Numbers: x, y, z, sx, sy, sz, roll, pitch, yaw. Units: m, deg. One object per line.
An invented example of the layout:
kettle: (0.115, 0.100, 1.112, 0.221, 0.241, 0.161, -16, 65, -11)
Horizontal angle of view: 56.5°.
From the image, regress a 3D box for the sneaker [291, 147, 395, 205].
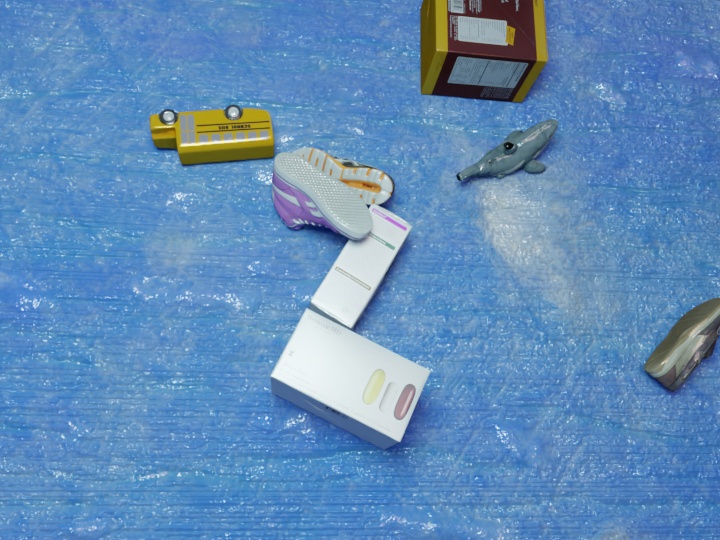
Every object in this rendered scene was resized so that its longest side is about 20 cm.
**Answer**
sneaker: (-0.032, -0.156, 1.140, 0.199, 0.077, 0.079, 20, 107, 15)

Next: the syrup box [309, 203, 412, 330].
syrup box: (0.000, 0.000, 1.085, 0.081, 0.079, 0.200, 31, 71, 4)

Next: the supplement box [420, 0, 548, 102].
supplement box: (0.220, -0.435, 1.227, 0.199, 0.133, 0.198, 4, 71, -6)

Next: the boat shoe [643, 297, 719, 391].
boat shoe: (0.560, 0.123, 1.128, 0.200, 0.072, 0.065, -39, 93, -20)

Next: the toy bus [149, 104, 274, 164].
toy bus: (-0.250, -0.228, 1.135, 0.199, 0.065, 0.079, -7, 75, -10)

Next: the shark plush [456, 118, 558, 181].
shark plush: (0.253, -0.214, 1.186, 0.199, 0.083, 0.091, -14, 75, -12)

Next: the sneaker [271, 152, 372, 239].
sneaker: (-0.066, -0.095, 1.088, 0.200, 0.115, 0.073, 41, 49, 21)

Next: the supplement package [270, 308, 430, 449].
supplement package: (-0.020, 0.164, 0.989, 0.199, 0.156, 0.111, 26, 70, 2)
